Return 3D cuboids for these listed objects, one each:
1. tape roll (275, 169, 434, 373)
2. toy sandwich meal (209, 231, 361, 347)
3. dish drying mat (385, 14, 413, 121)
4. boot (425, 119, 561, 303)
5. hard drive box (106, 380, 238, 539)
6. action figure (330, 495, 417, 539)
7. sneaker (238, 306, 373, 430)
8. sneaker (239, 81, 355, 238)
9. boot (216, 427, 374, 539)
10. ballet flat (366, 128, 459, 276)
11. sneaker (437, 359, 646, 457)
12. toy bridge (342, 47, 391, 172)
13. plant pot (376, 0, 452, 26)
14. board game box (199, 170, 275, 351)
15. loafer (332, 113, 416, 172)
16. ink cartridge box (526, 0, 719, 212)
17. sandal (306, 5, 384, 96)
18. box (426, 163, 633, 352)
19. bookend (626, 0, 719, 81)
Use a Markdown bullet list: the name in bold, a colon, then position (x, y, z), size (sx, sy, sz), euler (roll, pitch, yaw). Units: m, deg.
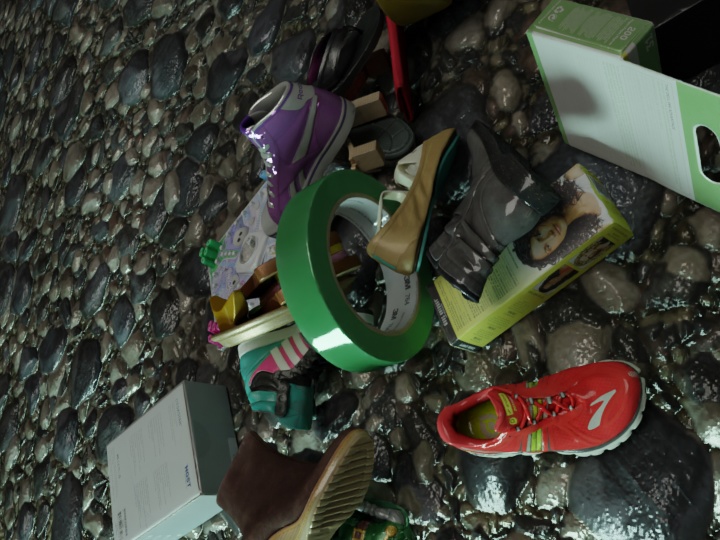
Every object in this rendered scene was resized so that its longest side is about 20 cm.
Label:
- **tape roll**: position (0.000, 0.000, 0.774), size (0.048, 0.198, 0.205), euler (-22, 62, 36)
- **toy sandwich meal**: position (-0.092, 0.023, 0.863), size (0.203, 0.204, 0.072), euler (-23, 91, 37)
- **dish drying mat**: position (0.042, -0.287, 0.912), size (0.018, 0.077, 0.204), euler (-8, 69, 10)
- **boot**: position (0.108, -0.063, 0.732), size (0.132, 0.069, 0.201), euler (-52, 15, 18)
- **hard drive box**: position (-0.256, 0.269, 1.022), size (0.199, 0.076, 0.158), euler (-37, 54, 30)
- **action figure**: position (-0.012, 0.279, 0.805), size (0.197, 0.054, 0.121), euler (-2, 73, 39)
- **sneaker**: position (-0.063, 0.122, 0.879), size (0.197, 0.083, 0.123), euler (-22, 66, 33)
- **sneaker**: position (-0.099, -0.130, 0.872), size (0.202, 0.112, 0.073), euler (-59, 33, 30)
- **boot**: position (-0.079, 0.218, 0.799), size (0.166, 0.072, 0.203), euler (36, 105, 42)
- **ballet flat**: position (0.056, -0.085, 0.787), size (0.062, 0.069, 0.202), euler (16, 52, 7)
- **sneaker**: position (0.154, 0.129, 0.666), size (0.198, 0.084, 0.079), euler (-26, 61, 36)
- **toy bridge**: position (-0.001, -0.188, 0.896), size (0.066, 0.027, 0.203), euler (-14, 46, 22)
- **plant pot**: position (0.095, -0.402, 0.826), size (0.185, 0.200, 0.205), euler (-15, 66, 23)
- **board game box**: position (-0.152, -0.028, 1.018), size (0.200, 0.026, 0.202), euler (-47, 37, 23)
- **loafer**: position (-0.002, -0.156, 0.935), size (0.198, 0.063, 0.072), euler (23, 62, 41)
- **ink cartridge box**: position (0.238, -0.135, 0.624), size (0.048, 0.146, 0.199), euler (-46, 46, -8)
- **sandal**: position (-0.043, -0.239, 0.912), size (0.201, 0.048, 0.076), euler (-50, 34, 11)
- **box**: position (0.158, -0.007, 0.730), size (0.200, 0.050, 0.076), euler (-43, 51, 27)
- **bookend**: position (0.307, -0.301, 0.649), size (0.198, 0.091, 0.203), euler (-28, 58, 36)
